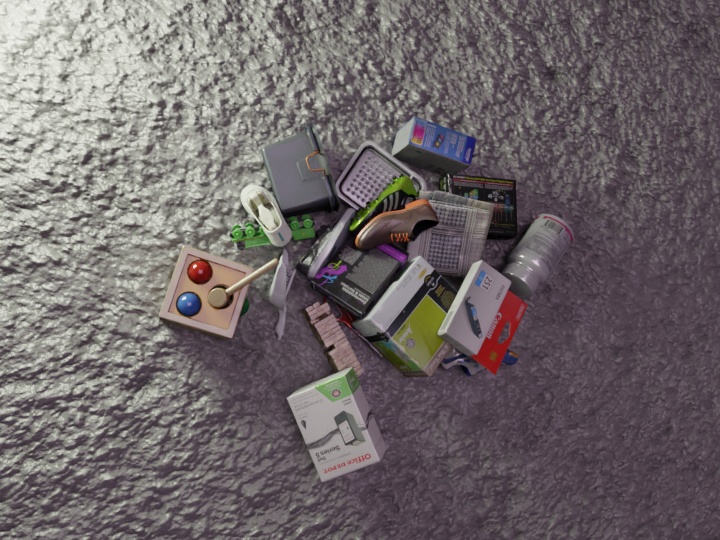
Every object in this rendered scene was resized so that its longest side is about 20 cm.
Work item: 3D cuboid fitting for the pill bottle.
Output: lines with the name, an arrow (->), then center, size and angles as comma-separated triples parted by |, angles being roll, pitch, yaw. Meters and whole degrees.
pill bottle -> 0.447, -0.037, 1.575 | 0.113, 0.113, 0.200 | 42, 73, -7

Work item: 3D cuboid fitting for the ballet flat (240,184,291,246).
ballet flat -> -0.214, -0.136, 1.361 | 0.069, 0.070, 0.200 | -25, 57, -19

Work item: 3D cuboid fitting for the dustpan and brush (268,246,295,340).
dustpan and brush -> -0.176, 0.060, 1.379 | 0.057, 0.140, 0.201 | 17, 102, -9

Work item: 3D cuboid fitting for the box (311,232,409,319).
box -> 0.000, 0.000, 1.426 | 0.143, 0.036, 0.200 | 32, 60, 16

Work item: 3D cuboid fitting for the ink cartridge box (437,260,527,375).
ink cartridge box -> 0.292, 0.107, 1.406 | 0.176, 0.045, 0.201 | 35, 69, -12

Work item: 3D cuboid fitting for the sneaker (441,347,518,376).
sneaker -> 0.287, 0.218, 1.517 | 0.199, 0.075, 0.089 | 11, 90, -9

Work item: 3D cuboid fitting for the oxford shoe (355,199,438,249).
oxford shoe -> 0.084, -0.094, 1.413 | 0.199, 0.071, 0.073 | -28, 52, -4

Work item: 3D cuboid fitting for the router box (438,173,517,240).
router box -> 0.300, -0.160, 1.574 | 0.199, 0.062, 0.151 | 3, 82, -17

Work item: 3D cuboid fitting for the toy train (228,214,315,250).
toy train -> -0.199, -0.085, 1.409 | 0.199, 0.042, 0.057 | -10, 116, -9

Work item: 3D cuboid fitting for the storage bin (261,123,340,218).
storage bin -> -0.141, -0.217, 1.415 | 0.134, 0.146, 0.201 | -18, 87, -9

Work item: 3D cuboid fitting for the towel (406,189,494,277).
towel -> 0.212, -0.086, 1.491 | 0.191, 0.035, 0.201 | 10, 104, 0

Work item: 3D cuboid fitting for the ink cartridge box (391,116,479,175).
ink cartridge box -> 0.192, -0.296, 1.523 | 0.199, 0.136, 0.077 | 18, 82, -14

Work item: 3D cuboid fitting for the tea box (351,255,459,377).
tea box -> 0.125, 0.111, 1.437 | 0.197, 0.134, 0.200 | 44, 69, -6

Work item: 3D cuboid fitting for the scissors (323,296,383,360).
scissors -> -0.019, 0.138, 1.458 | 0.073, 0.014, 0.201 | -27, 91, -22

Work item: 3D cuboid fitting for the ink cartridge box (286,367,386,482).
ink cartridge box -> -0.050, 0.336, 1.350 | 0.145, 0.084, 0.201 | -24, 89, 12

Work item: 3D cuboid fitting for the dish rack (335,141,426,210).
dish rack -> 0.047, -0.199, 1.512 | 0.199, 0.044, 0.172 | 35, 74, -9

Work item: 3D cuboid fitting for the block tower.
block tower -> -0.062, 0.165, 1.416 | 0.054, 0.058, 0.201 | -29, 92, -18

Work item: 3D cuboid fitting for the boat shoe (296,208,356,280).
boat shoe -> -0.082, -0.071, 1.446 | 0.066, 0.070, 0.201 | 28, 78, 13

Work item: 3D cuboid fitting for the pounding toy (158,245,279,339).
pounding toy -> -0.301, 0.042, 1.314 | 0.199, 0.142, 0.185 | 19, 77, -13

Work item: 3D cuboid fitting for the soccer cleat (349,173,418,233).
soccer cleat -> 0.059, -0.144, 1.454 | 0.200, 0.067, 0.081 | -43, 108, -18
